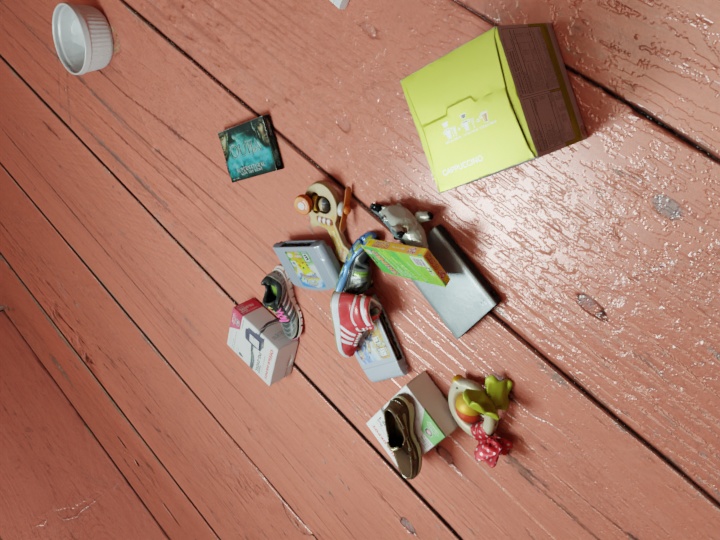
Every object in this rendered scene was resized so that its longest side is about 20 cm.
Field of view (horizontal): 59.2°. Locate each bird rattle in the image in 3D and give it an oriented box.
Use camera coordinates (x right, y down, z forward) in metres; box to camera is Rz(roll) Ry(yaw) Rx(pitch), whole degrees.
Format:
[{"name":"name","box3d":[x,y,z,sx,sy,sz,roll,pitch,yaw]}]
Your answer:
[{"name":"bird rattle","box3d":[0.257,0.306,1.354,0.162,0.111,0.203,31,140,44]}]

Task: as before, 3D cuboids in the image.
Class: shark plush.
[{"name":"shark plush","box3d":[0.070,-0.089,1.334,0.198,0.091,0.084,27,146,39]}]

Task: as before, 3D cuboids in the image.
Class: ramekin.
[{"name":"ramekin","box3d":[-0.839,-0.706,1.925,0.197,0.104,0.205,19,120,36]}]

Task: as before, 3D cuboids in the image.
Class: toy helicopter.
[{"name":"toy helicopter","box3d":[-0.059,-0.115,1.480,0.130,0.079,0.203,-13,109,36]}]

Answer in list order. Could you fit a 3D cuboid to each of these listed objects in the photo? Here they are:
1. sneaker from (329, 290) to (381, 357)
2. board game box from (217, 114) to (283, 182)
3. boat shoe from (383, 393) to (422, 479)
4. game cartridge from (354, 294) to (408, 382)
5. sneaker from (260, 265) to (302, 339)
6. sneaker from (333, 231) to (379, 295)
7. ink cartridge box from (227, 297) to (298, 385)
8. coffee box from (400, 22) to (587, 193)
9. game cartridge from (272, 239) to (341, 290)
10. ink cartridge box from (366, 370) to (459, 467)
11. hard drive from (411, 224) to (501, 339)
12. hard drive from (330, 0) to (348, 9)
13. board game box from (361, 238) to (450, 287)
[{"name":"sneaker","box3d":[-0.002,0.133,1.465,0.110,0.072,0.203,4,135,15]},{"name":"board game box","box3d":[-0.284,-0.309,1.624,0.197,0.028,0.138,-5,104,44]},{"name":"boat shoe","box3d":[0.085,0.381,1.413,0.074,0.074,0.207,2,108,42]},{"name":"game cartridge","box3d":[0.029,0.168,1.526,0.132,0.041,0.203,-23,91,42]},{"name":"sneaker","box3d":[-0.216,0.094,1.687,0.073,0.087,0.204,-1,107,43]},{"name":"sneaker","box3d":[0.000,0.000,1.464,0.081,0.071,0.203,20,114,-8]},{"name":"ink cartridge box","box3d":[-0.279,0.201,1.793,0.199,0.084,0.147,38,130,26]},{"name":"coffee box","box3d":[0.221,-0.267,1.047,0.198,0.196,0.204,-15,97,45]},{"name":"game cartridge","box3d":[-0.126,-0.012,1.566,0.198,0.041,0.135,1,130,48]},{"name":"ink cartridge box","box3d":[0.122,0.356,1.481,0.147,0.084,0.201,51,133,15]},{"name":"hard drive","box3d":[0.185,0.024,1.320,0.201,0.033,0.140,53,135,13]},{"name":"hard drive","box3d":[-0.075,-0.651,1.286,0.200,0.026,0.133,48,133,18]},{"name":"board game box","box3d":[0.089,-0.018,1.308,0.198,0.030,0.096,10,149,50]}]
